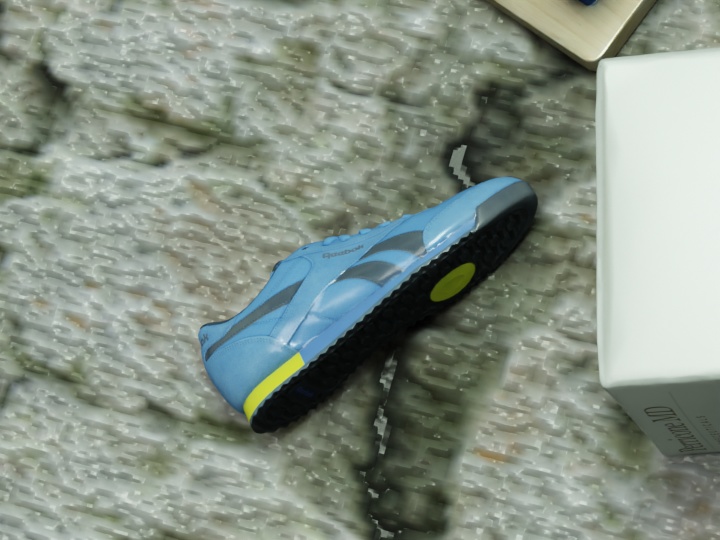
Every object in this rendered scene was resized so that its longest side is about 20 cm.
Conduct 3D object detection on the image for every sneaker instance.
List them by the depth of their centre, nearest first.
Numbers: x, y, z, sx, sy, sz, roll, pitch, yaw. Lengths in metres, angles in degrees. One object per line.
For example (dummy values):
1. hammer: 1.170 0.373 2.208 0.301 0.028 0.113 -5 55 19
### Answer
1. sneaker: 0.000 0.000 1.393 0.200 0.066 0.079 -37 64 4

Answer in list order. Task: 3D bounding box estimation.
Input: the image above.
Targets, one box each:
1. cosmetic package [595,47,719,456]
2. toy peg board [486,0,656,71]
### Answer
1. cosmetic package: 0.228 -0.010 1.273 0.199 0.167 0.167 -5 74 16
2. toy peg board: 0.102 -0.252 1.417 0.200 0.098 0.199 36 87 23
